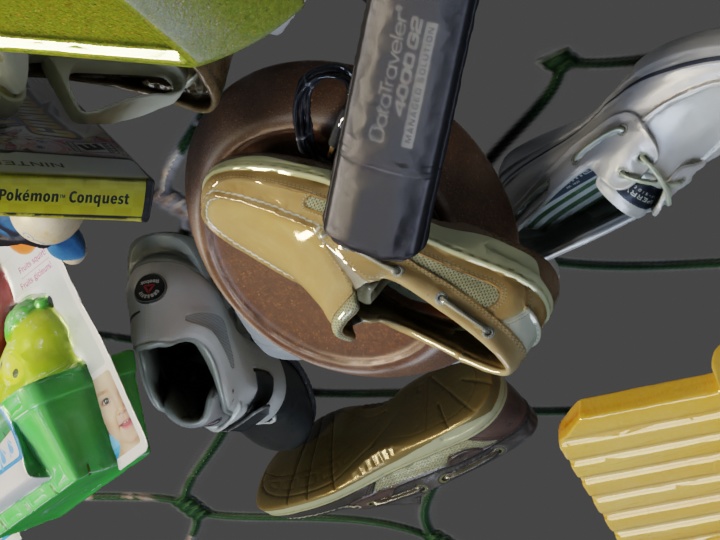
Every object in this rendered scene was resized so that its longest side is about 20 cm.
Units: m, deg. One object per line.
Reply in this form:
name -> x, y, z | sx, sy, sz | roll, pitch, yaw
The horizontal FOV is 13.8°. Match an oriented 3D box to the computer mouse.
computer mouse -> 0.012, -0.126, 1.515 | 0.059, 0.034, 0.200 | 23, 131, -7

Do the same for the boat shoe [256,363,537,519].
boat shoe -> 0.022, 0.117, 1.846 | 0.201, 0.072, 0.066 | -28, 126, 35

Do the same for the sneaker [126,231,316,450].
sneaker -> -0.091, 0.069, 1.792 | 0.074, 0.089, 0.200 | -11, 141, 24

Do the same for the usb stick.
usb stick -> 0.023, -0.094, 1.473 | 0.055, 0.033, 0.200 | 16, 121, 8

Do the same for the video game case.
video game case -> -0.221, -0.071, 1.514 | 0.180, 0.200, 0.026 | 2, 110, -24

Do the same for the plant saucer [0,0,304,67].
plant saucer -> -0.155, -0.143, 1.338 | 0.200, 0.048, 0.200 | 6, 164, 28

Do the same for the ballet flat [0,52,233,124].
ballet flat -> -0.157, -0.110, 1.524 | 0.200, 0.072, 0.068 | 5, 153, -26

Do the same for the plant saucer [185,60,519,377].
plant saucer -> -0.012, -0.019, 1.628 | 0.200, 0.035, 0.201 | 14, 127, 19

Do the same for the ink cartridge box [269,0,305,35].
ink cartridge box -> -0.072, -0.194, 1.431 | 0.161, 0.050, 0.200 | 9, 151, -23

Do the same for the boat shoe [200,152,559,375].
boat shoe -> 0.000, 0.000, 1.554 | 0.200, 0.076, 0.072 | 18, 148, 16

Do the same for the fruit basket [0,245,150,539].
fruit basket -> -0.216, 0.050, 1.730 | 0.185, 0.094, 0.200 | -34, 85, 45

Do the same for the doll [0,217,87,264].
doll -> -0.205, -0.034, 1.606 | 0.136, 0.049, 0.200 | 32, 161, -30

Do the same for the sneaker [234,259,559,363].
sneaker -> 0.011, 0.008, 1.693 | 0.200, 0.073, 0.085 | -9, 144, 25

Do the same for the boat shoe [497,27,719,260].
boat shoe -> 0.149, -0.056, 1.578 | 0.073, 0.067, 0.200 | 28, 140, -25

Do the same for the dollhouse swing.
dollhouse swing -> 0.237, 0.161, 1.787 | 0.176, 0.182, 0.200 | -23, 138, 9
